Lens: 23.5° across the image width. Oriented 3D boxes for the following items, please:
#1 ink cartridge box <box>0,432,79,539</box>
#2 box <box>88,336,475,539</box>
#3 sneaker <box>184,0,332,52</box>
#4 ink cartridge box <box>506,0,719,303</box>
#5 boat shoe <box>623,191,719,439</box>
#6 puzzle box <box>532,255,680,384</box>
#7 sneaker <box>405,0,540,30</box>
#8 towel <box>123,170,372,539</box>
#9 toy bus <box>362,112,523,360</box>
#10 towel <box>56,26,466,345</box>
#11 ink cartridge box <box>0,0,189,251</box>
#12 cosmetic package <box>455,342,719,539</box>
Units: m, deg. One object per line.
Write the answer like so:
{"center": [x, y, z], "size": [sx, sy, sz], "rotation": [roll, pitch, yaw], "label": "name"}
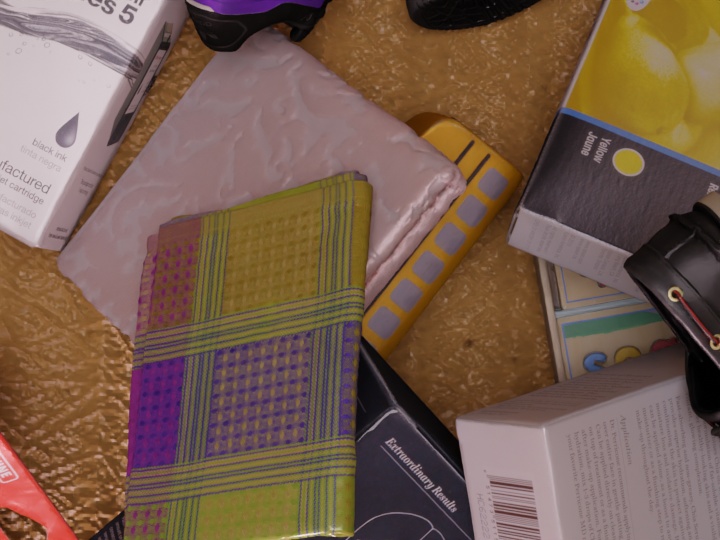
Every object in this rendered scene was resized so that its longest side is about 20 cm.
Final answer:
{"center": [-0.240, 0.178, 0.944], "size": [0.173, 0.200, 0.044], "rotation": [-17, 47, 6], "label": "ink cartridge box"}
{"center": [-0.026, 0.158, 0.948], "size": [0.200, 0.107, 0.149], "rotation": [-40, 117, 4], "label": "box"}
{"center": [-0.030, -0.188, 0.990], "size": [0.069, 0.100, 0.200], "rotation": [31, 49, 29], "label": "sneaker"}
{"center": [0.206, -0.062, 0.964], "size": [0.199, 0.047, 0.198], "rotation": [22, 59, 6], "label": "ink cartridge box"}
{"center": [0.193, 0.055, 0.873], "size": [0.063, 0.074, 0.202], "rotation": [-34, 119, -4], "label": "boat shoe"}
{"center": [0.205, 0.012, 1.020], "size": [0.199, 0.025, 0.134], "rotation": [-11, 90, 0], "label": "puzzle box"}
{"center": [0.110, -0.221, 1.006], "size": [0.199, 0.060, 0.105], "rotation": [-21, 68, 16], "label": "sneaker"}
{"center": [-0.057, 0.047, 0.891], "size": [0.143, 0.023, 0.201], "rotation": [-13, 61, 29], "label": "towel"}
{"center": [0.000, 0.000, 0.997], "size": [0.078, 0.065, 0.200], "rotation": [37, 90, -15], "label": "toy bus"}
{"center": [-0.060, -0.026, 0.965], "size": [0.191, 0.032, 0.200], "rotation": [-52, 50, 2], "label": "towel"}
{"center": [-0.193, -0.132, 0.995], "size": [0.145, 0.084, 0.201], "rotation": [28, 89, 1], "label": "ink cartridge box"}
{"center": [0.152, 0.103, 0.922], "size": [0.199, 0.071, 0.102], "rotation": [-13, 97, -36], "label": "cosmetic package"}
